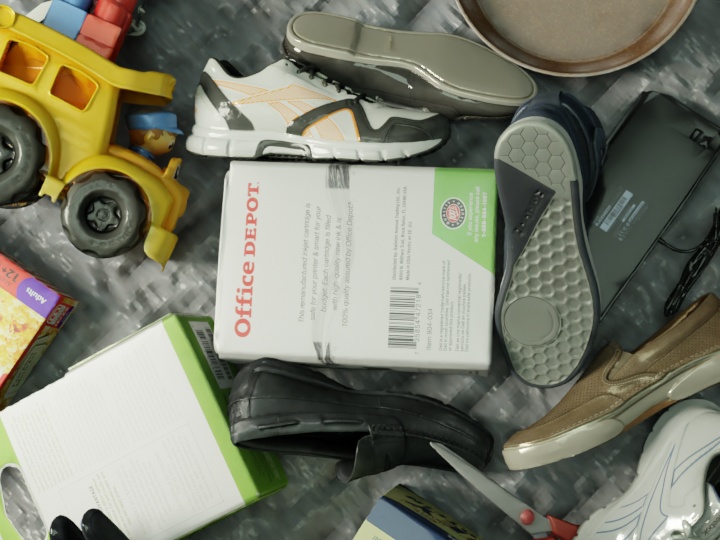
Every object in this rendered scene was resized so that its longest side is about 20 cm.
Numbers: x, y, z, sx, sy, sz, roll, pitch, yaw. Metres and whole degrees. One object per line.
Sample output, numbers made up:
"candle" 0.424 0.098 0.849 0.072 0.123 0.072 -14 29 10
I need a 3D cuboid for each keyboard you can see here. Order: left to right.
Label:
"keyboard" 0.214 -0.029 0.953 0.127 0.021 0.200 36 88 15

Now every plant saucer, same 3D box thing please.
"plant saucer" 0.166 -0.244 0.978 0.199 0.034 0.201 -1 82 6

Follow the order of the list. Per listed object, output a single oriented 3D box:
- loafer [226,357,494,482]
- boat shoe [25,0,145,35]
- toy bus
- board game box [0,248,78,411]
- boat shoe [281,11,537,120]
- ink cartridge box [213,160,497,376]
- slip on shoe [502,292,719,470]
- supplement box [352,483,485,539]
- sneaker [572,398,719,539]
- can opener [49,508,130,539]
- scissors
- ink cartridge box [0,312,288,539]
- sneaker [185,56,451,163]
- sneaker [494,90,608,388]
"loafer" 0.000 0.121 0.906 0.200 0.068 0.071 15 56 -13
"boat shoe" -0.200 -0.207 0.998 0.200 0.073 0.062 -35 102 0
"toy bus" -0.199 -0.116 0.930 0.199 0.136 0.193 27 86 -9
"board game box" -0.339 0.064 0.979 0.151 0.046 0.200 32 87 9
"boat shoe" 0.036 -0.149 0.974 0.199 0.057 0.067 15 48 4
"ink cartridge box" 0.000 0.000 0.936 0.199 0.084 0.146 3 82 6
"slip on shoe" 0.188 0.081 0.911 0.199 0.076 0.061 -25 86 -1
"supplement box" 0.022 0.264 0.841 0.134 0.200 0.200 32 87 8
"sneaker" 0.212 0.180 0.876 0.074 0.087 0.200 34 81 -19
"can opener" -0.153 0.242 0.889 0.063 0.079 0.201 -14 119 11
"scissors" 0.125 0.188 0.897 0.199 0.014 0.073 24 82 -18
"ink cartridge box" -0.179 0.141 0.941 0.199 0.076 0.148 -28 81 11
"sneaker" -0.032 -0.119 0.933 0.199 0.074 0.080 4 94 4
"sneaker" 0.141 -0.030 0.919 0.077 0.146 0.203 2 112 13
